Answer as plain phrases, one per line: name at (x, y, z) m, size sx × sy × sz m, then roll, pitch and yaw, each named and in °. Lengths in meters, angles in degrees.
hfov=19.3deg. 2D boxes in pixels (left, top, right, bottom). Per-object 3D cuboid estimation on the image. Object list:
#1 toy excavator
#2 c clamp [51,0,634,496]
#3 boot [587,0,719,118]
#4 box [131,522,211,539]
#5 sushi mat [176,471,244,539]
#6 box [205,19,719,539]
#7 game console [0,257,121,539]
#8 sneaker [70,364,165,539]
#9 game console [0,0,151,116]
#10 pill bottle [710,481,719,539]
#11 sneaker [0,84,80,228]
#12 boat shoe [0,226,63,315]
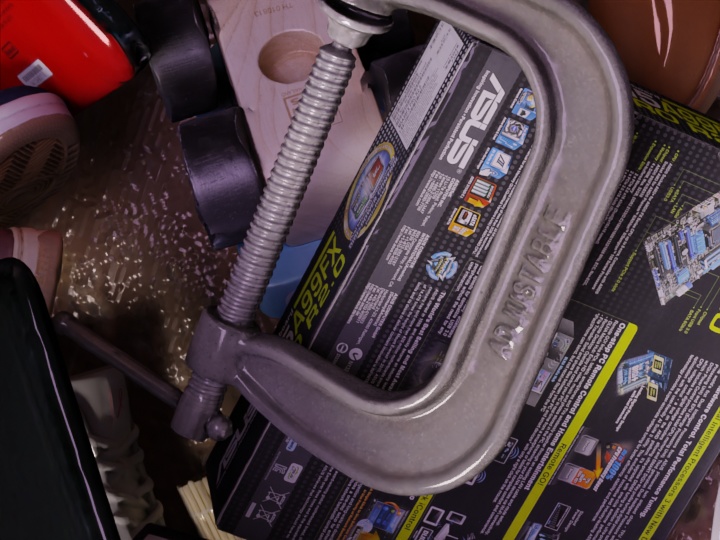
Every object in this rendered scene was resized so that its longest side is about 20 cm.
toy excavator at (0.000, 0.000, 0.816) m, size 0.100 × 0.200 × 0.194 m, roll -19°, pitch 54°, yaw -1°
c clamp at (-0.007, -0.017, 0.688) m, size 0.171 × 0.027 × 0.200 m, roll 36°, pitch 110°, yaw 23°
boot at (0.054, -0.145, 0.735) m, size 0.074 × 0.155 × 0.200 m, roll -9°, pitch 85°, yaw 56°
box at (0.005, 0.181, 0.784) m, size 0.200 × 0.049 × 0.161 m, roll 9°, pitch 135°, yaw 42°
sushi mat at (-0.007, 0.166, 0.868) m, size 0.096 × 0.012 × 0.200 m, roll -26°, pitch 88°, yaw 46°
box at (0.058, 0.027, 0.750) m, size 0.160 × 0.044 × 0.200 m, roll 21°, pitch 110°, yaw -19°
game console at (-0.086, 0.101, 0.734) m, size 0.200 × 0.176 × 0.116 m, roll -32°, pitch 41°, yaw 57°
sneaker at (-0.120, 0.093, 0.895) m, size 0.200 × 0.078 × 0.099 m, roll 41°, pitch 108°, yaw 14°
game console at (-0.129, -0.161, 0.827) m, size 0.172 × 0.200 × 0.119 m, roll 46°, pitch 75°, yaw -11°
pill bottle at (0.226, 0.100, 0.717) m, size 0.200 × 0.109 × 0.109 m, roll 7°, pitch 100°, yaw 24°
sneaker at (-0.188, -0.056, 0.879) m, size 0.200 × 0.070 × 0.109 m, roll -37°, pitch 75°, yaw 53°
boat shoe at (-0.176, 0.021, 0.822) m, size 0.200 × 0.065 × 0.072 m, roll -27°, pitch 45°, yaw 58°
